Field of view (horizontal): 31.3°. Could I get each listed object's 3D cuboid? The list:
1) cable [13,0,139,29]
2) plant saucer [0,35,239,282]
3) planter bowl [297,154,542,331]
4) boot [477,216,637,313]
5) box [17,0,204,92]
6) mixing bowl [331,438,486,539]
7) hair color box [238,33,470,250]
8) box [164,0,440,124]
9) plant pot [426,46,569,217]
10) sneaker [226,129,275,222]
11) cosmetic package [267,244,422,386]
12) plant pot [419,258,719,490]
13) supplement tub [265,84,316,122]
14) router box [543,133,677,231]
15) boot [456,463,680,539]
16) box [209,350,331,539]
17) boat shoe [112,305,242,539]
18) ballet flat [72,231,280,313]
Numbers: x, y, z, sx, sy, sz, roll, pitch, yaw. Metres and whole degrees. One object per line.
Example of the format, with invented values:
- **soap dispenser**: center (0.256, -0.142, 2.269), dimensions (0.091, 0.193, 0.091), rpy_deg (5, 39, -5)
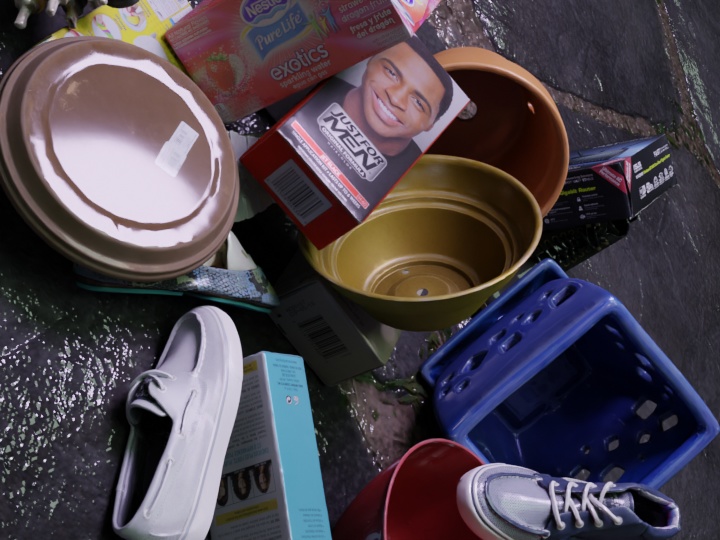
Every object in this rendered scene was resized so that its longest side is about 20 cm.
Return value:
- **cable**: center (-0.217, -0.263, 0.995), dimensions (0.050, 0.097, 0.200), rpy_deg (71, 9, -57)
- **plant saucer**: center (-0.170, -0.088, 0.934), dimensions (0.200, 0.029, 0.200), rpy_deg (19, 55, -30)
- **planter bowl**: center (0.050, -0.008, 1.072), dimensions (0.201, 0.200, 0.084), rpy_deg (-64, 157, -47)
- **boot**: center (0.209, -0.019, 1.403), dimensions (0.078, 0.138, 0.200), rpy_deg (61, 37, -12)
- **box**: center (-0.188, -0.156, 1.035), dimensions (0.117, 0.048, 0.200), rpy_deg (58, 33, -14)
- **mixing bowl**: center (0.043, 0.249, 1.059), dimensions (0.200, 0.108, 0.200), rpy_deg (31, 48, -42)
- **hair color box**: center (0.000, -0.117, 1.060), dimensions (0.102, 0.061, 0.200), rpy_deg (48, 47, -10)
- **box**: center (-0.045, -0.209, 1.044), dimensions (0.095, 0.200, 0.103), rpy_deg (57, 36, -19)
- **plant pot**: center (0.106, -0.140, 1.309), dimensions (0.200, 0.200, 0.140), rpy_deg (51, 20, -21)
- **sneaker**: center (-0.114, -0.078, 1.063), dimensions (0.200, 0.080, 0.077), rpy_deg (-12, 97, -52)
- **cosmetic package**: center (0.000, 0.000, 1.174), dimensions (0.104, 0.073, 0.200), rpy_deg (52, 38, -19)
- **plant pot**: center (0.183, 0.119, 1.225), dimensions (0.200, 0.200, 0.180), rpy_deg (48, 2, -24)
- **supplement tub**: center (-0.017, -0.226, 1.234), dimensions (0.123, 0.122, 0.200), rpy_deg (47, 40, -27)
- **router box**: center (0.226, -0.091, 1.409), dimensions (0.150, 0.200, 0.062), rpy_deg (-29, 108, -55)
- **boot**: center (0.178, 0.196, 1.083), dimensions (0.200, 0.090, 0.073), rpy_deg (18, 56, -38)
- **box**: center (-0.072, 0.169, 0.974), dimensions (0.049, 0.082, 0.200), rpy_deg (12, 62, -50)
- **boat shoe**: center (-0.140, 0.108, 0.939), dimensions (0.068, 0.072, 0.200), rpy_deg (34, 56, -39)
- **ballet flat**: center (-0.131, -0.008, 0.998), dimensions (0.200, 0.074, 0.074), rpy_deg (10, 63, -52)
